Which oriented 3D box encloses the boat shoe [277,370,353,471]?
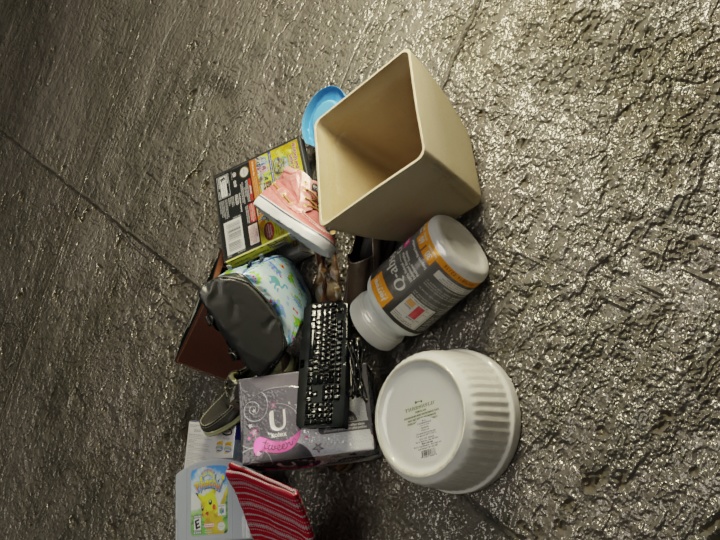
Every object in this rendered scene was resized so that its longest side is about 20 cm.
[{"bbox_3d":[-0.082,0.245,1.365,0.072,0.068,0.200,-55,49,18],"label":"boat shoe"}]

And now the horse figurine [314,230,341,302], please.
[{"bbox_3d":[-0.055,0.025,1.371,0.201,0.049,0.134,-100,10,-47],"label":"horse figurine"}]

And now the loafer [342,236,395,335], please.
[{"bbox_3d":[0.000,0.000,1.344,0.072,0.071,0.203,7,85,44],"label":"loafer"}]

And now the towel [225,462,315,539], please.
[{"bbox_3d":[-0.120,0.378,1.233,0.143,0.022,0.202,11,127,37],"label":"towel"}]

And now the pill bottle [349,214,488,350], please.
[{"bbox_3d":[0.082,0.022,1.231,0.200,0.116,0.117,-43,54,27],"label":"pill bottle"}]

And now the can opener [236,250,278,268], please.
[{"bbox_3d":[-0.178,-0.062,1.479,0.063,0.078,0.202,-41,47,38],"label":"can opener"}]

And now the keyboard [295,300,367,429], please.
[{"bbox_3d":[-0.041,0.128,1.220,0.102,0.040,0.202,-4,59,8],"label":"keyboard"}]

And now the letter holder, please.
[{"bbox_3d":[-0.227,0.089,1.516,0.101,0.141,0.201,-86,23,-55],"label":"letter holder"}]

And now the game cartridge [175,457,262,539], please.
[{"bbox_3d":[-0.240,0.381,1.403,0.198,0.040,0.135,-18,65,37],"label":"game cartridge"}]

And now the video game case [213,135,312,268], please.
[{"bbox_3d":[-0.163,-0.119,1.457,0.179,0.026,0.202,-23,54,13],"label":"video game case"}]

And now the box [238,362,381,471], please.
[{"bbox_3d":[-0.075,0.224,1.269,0.197,0.115,0.134,-8,71,6],"label":"box"}]

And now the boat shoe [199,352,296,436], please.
[{"bbox_3d":[-0.202,0.198,1.442,0.200,0.066,0.072,-38,32,-1],"label":"boat shoe"}]

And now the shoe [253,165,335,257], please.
[{"bbox_3d":[-0.087,-0.099,1.342,0.091,0.071,0.199,-51,46,-5],"label":"shoe"}]

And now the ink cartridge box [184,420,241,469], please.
[{"bbox_3d":[-0.242,0.337,1.486,0.135,0.076,0.203,-5,78,40],"label":"ink cartridge box"}]

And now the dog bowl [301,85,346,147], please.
[{"bbox_3d":[-0.031,-0.223,1.442,0.111,0.049,0.201,-44,53,27],"label":"dog bowl"}]

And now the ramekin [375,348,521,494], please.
[{"bbox_3d":[0.112,0.205,1.167,0.198,0.104,0.203,-12,72,40],"label":"ramekin"}]

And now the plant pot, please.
[{"bbox_3d":[0.065,-0.155,1.233,0.199,0.176,0.202,-32,48,34],"label":"plant pot"}]

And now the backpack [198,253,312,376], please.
[{"bbox_3d":[-0.154,0.055,1.330,0.153,0.200,0.164,-35,92,-1],"label":"backpack"}]

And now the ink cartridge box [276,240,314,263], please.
[{"bbox_3d":[-0.174,-0.091,1.551,0.196,0.047,0.203,-25,63,38],"label":"ink cartridge box"}]
